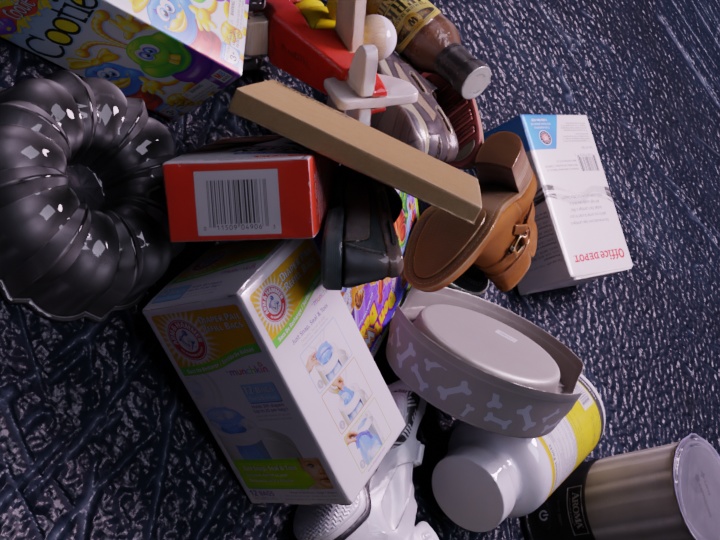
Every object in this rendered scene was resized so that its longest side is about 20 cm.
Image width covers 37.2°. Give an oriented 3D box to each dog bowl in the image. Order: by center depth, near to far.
[{"bbox_3d":[0.114,0.085,1.005,0.200,0.059,0.200,22,18,-7],"label":"dog bowl"}]

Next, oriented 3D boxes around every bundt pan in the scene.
[{"bbox_3d":[-0.212,-0.066,0.826,0.202,0.076,0.203,22,58,-39],"label":"bundt pan"}]

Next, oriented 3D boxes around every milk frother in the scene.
[{"bbox_3d":[0.313,0.270,1.140,0.200,0.188,0.181,-11,82,-48],"label":"milk frother"}]

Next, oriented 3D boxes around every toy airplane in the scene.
[{"bbox_3d":[-0.014,-0.204,0.997,0.141,0.200,0.200,-25,92,-36],"label":"toy airplane"}]

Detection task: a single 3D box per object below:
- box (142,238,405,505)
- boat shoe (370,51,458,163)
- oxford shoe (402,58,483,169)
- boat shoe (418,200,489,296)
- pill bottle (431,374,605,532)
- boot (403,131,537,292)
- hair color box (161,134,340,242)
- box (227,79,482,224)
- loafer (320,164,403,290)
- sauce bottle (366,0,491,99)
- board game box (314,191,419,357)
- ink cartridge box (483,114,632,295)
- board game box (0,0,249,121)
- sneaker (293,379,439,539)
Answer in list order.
[{"bbox_3d":[-0.066,0.079,0.863,0.101,0.112,0.200,-48,121,-45],"label":"box"},{"bbox_3d":[0.040,-0.168,1.094,0.073,0.075,0.200,5,44,-30],"label":"boat shoe"},{"bbox_3d":[0.099,-0.170,1.156,0.075,0.070,0.200,40,23,-42],"label":"oxford shoe"},{"bbox_3d":[0.084,-0.056,1.138,0.200,0.062,0.075,56,41,-15],"label":"boat shoe"},{"bbox_3d":[0.158,0.177,1.076,0.200,0.112,0.112,-29,94,-48],"label":"pill bottle"},{"bbox_3d":[0.121,-0.025,1.092,0.200,0.076,0.155,-61,149,-26],"label":"boot"},{"bbox_3d":[-0.080,-0.072,0.866,0.200,0.111,0.064,-68,156,-78],"label":"hair color box"},{"bbox_3d":[0.002,-0.098,0.848,0.200,0.021,0.164,26,13,-1],"label":"box"},{"bbox_3d":[0.008,-0.039,0.867,0.200,0.063,0.072,-79,171,-62],"label":"loafer"},{"bbox_3d":[0.061,-0.253,1.127,0.065,0.065,0.200,-5,43,-47],"label":"sauce bottle"},{"bbox_3d":[0.000,0.000,0.990,0.200,0.045,0.135,-60,151,-41],"label":"board game box"},{"bbox_3d":[0.232,-0.080,1.283,0.146,0.084,0.201,-7,79,-47],"label":"ink cartridge box"},{"bbox_3d":[-0.202,-0.225,0.882,0.200,0.103,0.105,23,58,-38],"label":"board game box"},{"bbox_3d":[0.026,0.195,0.964,0.115,0.075,0.200,52,48,-19],"label":"sneaker"}]
